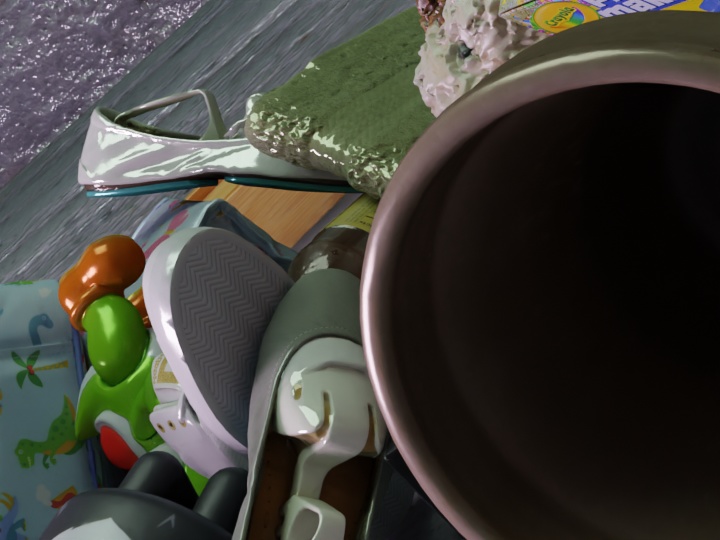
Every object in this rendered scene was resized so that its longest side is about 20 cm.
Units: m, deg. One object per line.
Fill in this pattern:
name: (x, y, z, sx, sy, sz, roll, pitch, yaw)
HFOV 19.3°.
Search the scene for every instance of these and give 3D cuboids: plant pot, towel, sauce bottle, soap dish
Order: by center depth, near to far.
plant pot: (0.120, -0.006, 0.685, 0.200, 0.200, 0.175, -35, 8, 33)
sauce bottle: (0.000, 0.000, 1.171, 0.065, 0.065, 0.200, -31, 7, 42)
towel: (0.044, -0.098, 1.230, 0.148, 0.037, 0.200, 25, 41, 30)
soap dish: (-0.079, -0.035, 1.523, 0.200, 0.081, 0.157, -45, 14, -5)

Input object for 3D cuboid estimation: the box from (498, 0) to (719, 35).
box: (0.181, -0.172, 0.819, 0.122, 0.192, 0.201, -10, 65, 64)

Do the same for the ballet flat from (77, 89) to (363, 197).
ballet flat: (-0.079, -0.077, 1.272, 0.199, 0.070, 0.069, 0, 33, 19)

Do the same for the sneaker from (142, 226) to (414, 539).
sneaker: (-0.067, 0.049, 0.954, 0.115, 0.200, 0.074, 12, 59, 40)

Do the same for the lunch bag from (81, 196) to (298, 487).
lunch bag: (-0.121, 0.060, 1.293, 0.200, 0.127, 0.170, -59, 16, -6)

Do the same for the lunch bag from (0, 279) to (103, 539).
lunch bag: (-0.203, 0.111, 1.228, 0.082, 0.201, 0.161, -6, -5, -18)

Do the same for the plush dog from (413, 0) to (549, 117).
plush dog: (0.097, -0.130, 1.001, 0.172, 0.160, 0.200, -40, 34, 25)

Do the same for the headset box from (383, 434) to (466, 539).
headset box: (0.100, 0.013, 0.903, 0.149, 0.077, 0.200, -37, 15, 24)

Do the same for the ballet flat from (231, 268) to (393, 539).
ballet flat: (-0.015, 0.088, 0.854, 0.064, 0.067, 0.201, 143, 142, -64)

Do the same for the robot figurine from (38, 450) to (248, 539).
robot figurine: (-0.105, 0.174, 0.907, 0.150, 0.125, 0.200, -33, 22, 54)

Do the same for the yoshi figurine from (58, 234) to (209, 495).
yoshi figurine: (-0.085, 0.071, 1.114, 0.112, 0.200, 0.112, -11, -35, -19)
